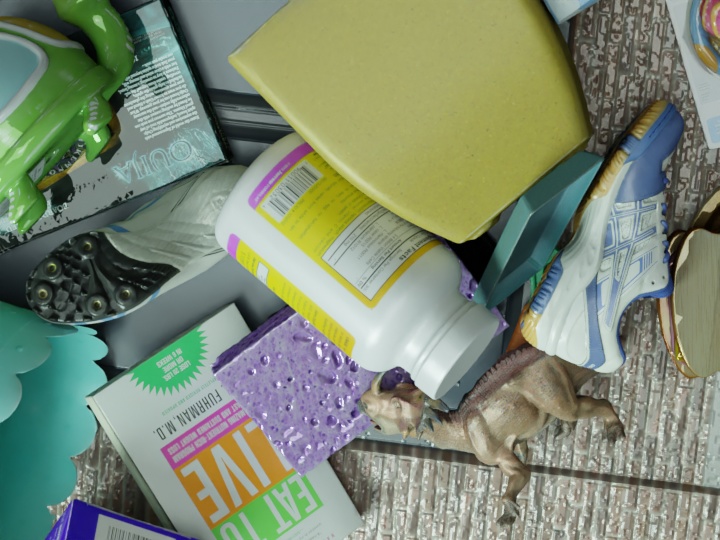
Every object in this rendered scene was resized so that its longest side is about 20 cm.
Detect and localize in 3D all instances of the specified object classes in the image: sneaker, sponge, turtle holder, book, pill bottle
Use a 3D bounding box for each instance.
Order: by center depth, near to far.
[{"bbox_3d":[0.000,0.000,1.518,0.200,0.104,0.104,40,104,13],"label":"pill bottle"},{"bbox_3d":[-0.246,-0.127,1.551,0.132,0.141,0.186,41,104,-1],"label":"turtle holder"},{"bbox_3d":[0.195,-0.022,1.552,0.088,0.075,0.201,27,92,2],"label":"sneaker"},{"bbox_3d":[-0.156,-0.014,1.593,0.199,0.072,0.072,-28,84,-16],"label":"sneaker"},{"bbox_3d":[-0.001,0.055,1.606,0.199,0.030,0.112,-36,109,5],"label":"sponge"},{"bbox_3d":[-0.102,0.145,1.646,0.133,0.048,0.201,-34,97,-17],"label":"book"}]

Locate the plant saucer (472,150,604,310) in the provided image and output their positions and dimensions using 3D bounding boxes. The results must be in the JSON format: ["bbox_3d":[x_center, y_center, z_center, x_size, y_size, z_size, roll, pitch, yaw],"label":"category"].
[{"bbox_3d":[0.120,-0.025,1.507,0.070,0.200,0.019,-37,77,-19],"label":"plant saucer"}]

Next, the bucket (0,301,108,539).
[{"bbox_3d":[-0.292,0.112,1.607,0.134,0.207,0.209,19,103,13],"label":"bucket"}]

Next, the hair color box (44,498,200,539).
[{"bbox_3d":[-0.205,0.257,1.628,0.109,0.065,0.200,21,138,-16],"label":"hair color box"}]

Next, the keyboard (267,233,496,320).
[{"bbox_3d":[0.009,0.024,1.636,0.200,0.040,0.104,-42,112,7],"label":"keyboard"}]

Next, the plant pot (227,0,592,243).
[{"bbox_3d":[0.056,-0.131,1.496,0.195,0.194,0.200,-39,88,9],"label":"plant pot"}]

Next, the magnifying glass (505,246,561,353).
[{"bbox_3d":[0.145,0.008,1.620,0.079,0.022,0.201,22,101,2],"label":"magnifying glass"}]

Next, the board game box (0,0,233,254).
[{"bbox_3d":[-0.213,-0.110,1.636,0.199,0.028,0.136,-21,98,10],"label":"board game box"}]

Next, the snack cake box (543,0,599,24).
[{"bbox_3d":[0.116,-0.278,1.516,0.067,0.115,0.201,-30,96,11],"label":"snack cake box"}]

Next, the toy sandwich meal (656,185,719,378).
[{"bbox_3d":[0.317,0.010,1.570,0.203,0.070,0.207,1,101,7],"label":"toy sandwich meal"}]

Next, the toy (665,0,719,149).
[{"bbox_3d":[0.279,-0.195,1.546,0.114,0.047,0.201,-16,98,12],"label":"toy"}]

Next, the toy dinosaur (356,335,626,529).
[{"bbox_3d":[0.110,0.091,1.583,0.199,0.086,0.136,-35,110,-3],"label":"toy dinosaur"}]
